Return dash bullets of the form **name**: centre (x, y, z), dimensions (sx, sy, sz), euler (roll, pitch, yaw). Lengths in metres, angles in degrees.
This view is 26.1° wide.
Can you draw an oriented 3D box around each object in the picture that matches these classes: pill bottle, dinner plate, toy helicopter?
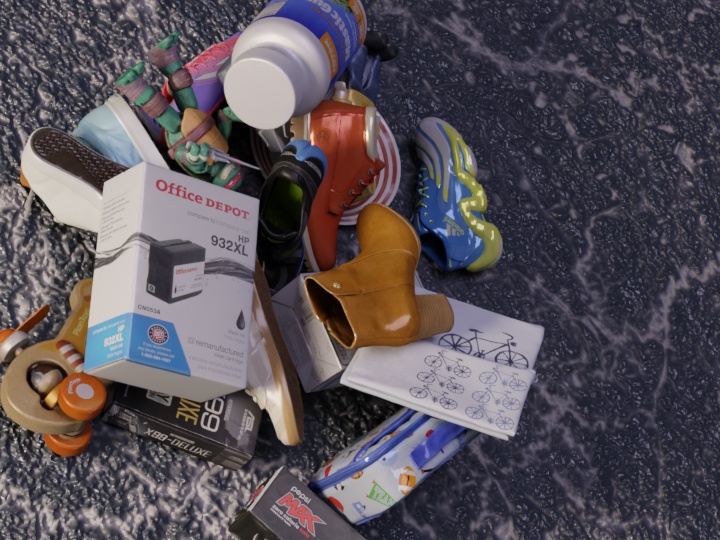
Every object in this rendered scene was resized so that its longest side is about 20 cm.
- **pill bottle**: centre (-0.073, -0.234, 1.679), dimensions (0.112, 0.112, 0.201), euler (38, 37, -6)
- **dinner plate**: centre (-0.043, -0.140, 1.841), dimensions (0.198, 0.024, 0.202), euler (14, 57, -23)
- **toy helicopter**: centre (-0.303, 0.078, 1.553), dimensions (0.131, 0.079, 0.201), euler (24, 44, -6)

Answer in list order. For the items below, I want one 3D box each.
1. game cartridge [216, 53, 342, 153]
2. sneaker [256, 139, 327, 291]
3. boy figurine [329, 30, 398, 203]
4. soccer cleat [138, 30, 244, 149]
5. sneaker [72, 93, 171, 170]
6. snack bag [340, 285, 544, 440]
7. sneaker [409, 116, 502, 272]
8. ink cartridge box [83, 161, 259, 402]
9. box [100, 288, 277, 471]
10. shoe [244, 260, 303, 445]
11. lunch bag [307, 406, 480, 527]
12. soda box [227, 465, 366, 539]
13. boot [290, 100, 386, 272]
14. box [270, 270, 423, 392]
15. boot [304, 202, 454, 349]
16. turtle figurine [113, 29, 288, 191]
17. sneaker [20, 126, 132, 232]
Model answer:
- **game cartridge**: centre (-0.080, -0.231, 1.804), dimensions (0.134, 0.040, 0.201), euler (52, 46, -19)
- **sneaker**: centre (-0.091, -0.046, 1.658), dimensions (0.070, 0.201, 0.083), euler (25, 37, 8)
- **boy figurine**: centre (-0.005, -0.177, 1.803), dimensions (0.124, 0.064, 0.203), euler (44, 50, -62)
- **soccer cleat**: centre (-0.180, -0.218, 1.775), dimensions (0.076, 0.066, 0.201), euler (44, 55, -20)
- **sneaker**: centre (-0.240, -0.086, 1.681), dimensions (0.081, 0.074, 0.201), euler (-33, 88, -8)
- **snack bag**: centre (0.096, 0.086, 1.629), dimensions (0.186, 0.022, 0.201), euler (18, 37, 10)
- **sneaker**: centre (0.094, -0.088, 1.859), dimensions (0.104, 0.076, 0.202), euler (-17, 74, -35)
- **ink cartridge box**: centre (-0.184, 0.013, 1.534), dimensions (0.144, 0.083, 0.203), euler (17, 66, -36)
- **box**: centre (-0.171, 0.090, 1.622), dimensions (0.156, 0.050, 0.202), euler (24, 54, -17)
- **shoe**: centre (-0.104, 0.088, 1.601), dimensions (0.053, 0.070, 0.202), euler (-19, 74, 7)
- **lunch bag**: centre (0.049, 0.186, 1.625), dimensions (0.199, 0.160, 0.076), euler (-36, 89, -39)
- **soda box**: centre (-0.034, 0.296, 1.580), dimensions (0.200, 0.063, 0.071), euler (41, 51, -3)
- **boot**: centre (-0.024, -0.090, 1.732), dimensions (0.106, 0.075, 0.203), euler (0, 100, 0)
- **box**: centre (0.002, 0.061, 1.698), dimensions (0.199, 0.060, 0.118), euler (-7, 67, -51)
- **boot**: centre (0.000, 0.001, 1.636), dimensions (0.143, 0.071, 0.202), euler (-3, 44, -34)
- **turtle figurine**: centre (-0.170, -0.150, 1.668), dimensions (0.200, 0.100, 0.150), euler (50, 33, -14)
- **sneaker**: centre (-0.268, -0.068, 1.628), dimensions (0.199, 0.085, 0.073), euler (35, 48, -2)
